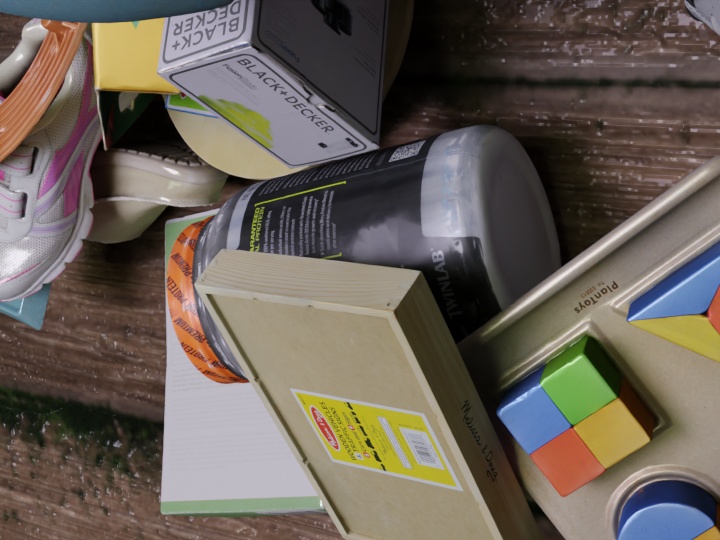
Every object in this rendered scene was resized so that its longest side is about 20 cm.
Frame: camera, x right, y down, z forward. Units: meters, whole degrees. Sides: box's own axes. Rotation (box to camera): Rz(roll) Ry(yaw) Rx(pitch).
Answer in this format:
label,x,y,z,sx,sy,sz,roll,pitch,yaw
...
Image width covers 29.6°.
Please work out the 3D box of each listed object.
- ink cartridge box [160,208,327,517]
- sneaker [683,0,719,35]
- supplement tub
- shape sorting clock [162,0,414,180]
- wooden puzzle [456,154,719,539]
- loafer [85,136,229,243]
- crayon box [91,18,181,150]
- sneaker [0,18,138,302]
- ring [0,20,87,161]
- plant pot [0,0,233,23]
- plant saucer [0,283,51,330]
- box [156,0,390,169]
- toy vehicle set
label,x,y,z,sx,sy,sz,roll,pitch,yaw
ink cartridge box,-0.067,0.059,0.898,0.145,0.048,0.202,-9,75,38
sneaker,0.204,-0.096,0.655,0.115,0.075,0.202,34,135,55
supplement tub,0.000,0.000,0.757,0.199,0.122,0.124,-11,92,28
shape sorting clock,-0.050,-0.155,0.833,0.199,0.039,0.202,-2,85,31
wooden puzzle,0.159,0.074,0.643,0.185,0.046,0.200,-38,98,21
loafer,-0.159,-0.053,0.930,0.199,0.075,0.069,6,105,46
crayon box,-0.111,-0.178,0.751,0.050,0.127,0.202,2,111,4
sneaker,-0.208,-0.076,0.845,0.081,0.088,0.201,26,98,26
ring,-0.215,-0.153,0.808,0.200,0.019,0.202,-22,58,40
plant pot,-0.091,-0.180,0.547,0.134,0.201,0.201,26,120,-9
plant saucer,-0.216,-0.066,0.918,0.070,0.019,0.202,16,93,46
box,-0.037,-0.169,0.711,0.060,0.116,0.202,-10,65,32
toy vehicle set,0.009,0.076,0.682,0.124,0.027,0.201,8,137,38
